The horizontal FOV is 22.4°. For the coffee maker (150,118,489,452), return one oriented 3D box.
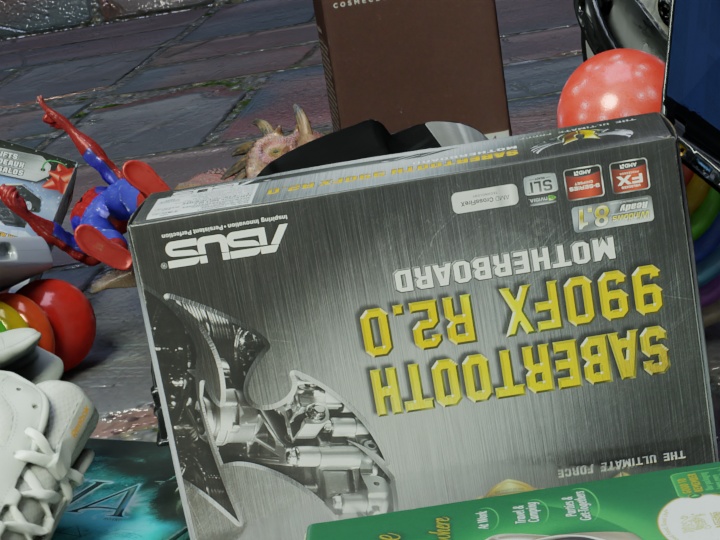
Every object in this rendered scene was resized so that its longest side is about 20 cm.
[{"bbox_3d":[0.000,0.000,0.829,0.190,0.136,0.200,2,9,-8],"label":"coffee maker"}]

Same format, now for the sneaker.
[{"bbox_3d":[-0.137,0.082,0.672,0.091,0.076,0.200,-27,37,-2],"label":"sneaker"}]

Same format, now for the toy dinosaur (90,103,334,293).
[{"bbox_3d":[-0.067,-0.027,1.020,0.199,0.137,0.086,1,18,37],"label":"toy dinosaur"}]

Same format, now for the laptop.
[{"bbox_3d":[0.196,-0.067,0.736,0.200,0.116,0.187,43,12,23],"label":"laptop"}]

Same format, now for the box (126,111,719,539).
[{"bbox_3d":[0.027,0.037,0.673,0.198,0.160,0.048,-8,15,5],"label":"box"}]

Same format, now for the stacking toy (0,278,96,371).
[{"bbox_3d":[-0.208,0.050,0.968,0.085,0.086,0.200,-3,9,26],"label":"stacking toy"}]

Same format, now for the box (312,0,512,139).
[{"bbox_3d":[0.034,-0.088,1.051,0.099,0.202,0.075,-11,14,-4],"label":"box"}]

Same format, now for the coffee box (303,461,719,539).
[{"bbox_3d":[0.077,0.109,0.595,0.198,0.044,0.123,-9,14,2],"label":"coffee box"}]

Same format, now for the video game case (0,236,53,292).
[{"bbox_3d":[-0.284,0.032,0.967,0.199,0.022,0.182,-25,-5,14],"label":"video game case"}]

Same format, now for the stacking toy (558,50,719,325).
[{"bbox_3d":[0.131,-0.043,0.827,0.084,0.086,0.200,-5,-22,17],"label":"stacking toy"}]

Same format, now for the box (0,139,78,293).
[{"bbox_3d":[-0.286,-0.037,1.107,0.198,0.040,0.138,17,46,-3],"label":"box"}]

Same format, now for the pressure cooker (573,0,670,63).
[{"bbox_3d":[0.243,-0.159,1.228,0.199,0.181,0.175,-18,20,-31],"label":"pressure cooker"}]

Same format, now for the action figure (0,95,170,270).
[{"bbox_3d":[-0.162,-0.048,1.026,0.065,0.099,0.200,-51,8,-8],"label":"action figure"}]

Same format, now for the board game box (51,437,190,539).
[{"bbox_3d":[-0.141,0.108,0.774,0.198,0.028,0.135,0,19,34],"label":"board game box"}]
